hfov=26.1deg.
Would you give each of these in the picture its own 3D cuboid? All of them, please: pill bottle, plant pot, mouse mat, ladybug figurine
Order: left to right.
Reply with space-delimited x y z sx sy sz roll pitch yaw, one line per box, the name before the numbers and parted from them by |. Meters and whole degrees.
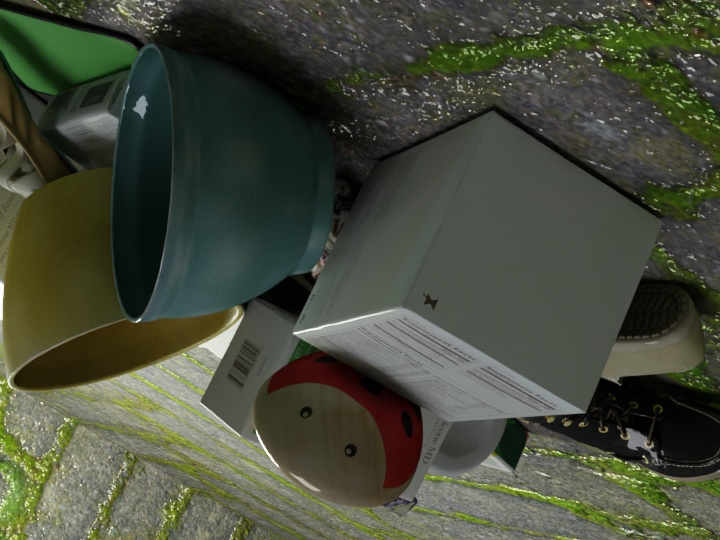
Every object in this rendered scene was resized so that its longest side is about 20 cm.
mouse mat | -0.233 -0.168 1.286 0.199 0.008 0.161 19 162 24
plant pot | -0.213 -0.001 1.290 0.199 0.142 0.200 -19 167 -5
plant pot | -0.098 -0.059 1.142 0.134 0.201 0.200 3 171 -20
ladybug figurine | -0.008 0.111 1.187 0.136 0.072 0.200 37 -163 4
pill bottle | 0.045 0.116 1.518 0.112 0.113 0.200 37 174 -33

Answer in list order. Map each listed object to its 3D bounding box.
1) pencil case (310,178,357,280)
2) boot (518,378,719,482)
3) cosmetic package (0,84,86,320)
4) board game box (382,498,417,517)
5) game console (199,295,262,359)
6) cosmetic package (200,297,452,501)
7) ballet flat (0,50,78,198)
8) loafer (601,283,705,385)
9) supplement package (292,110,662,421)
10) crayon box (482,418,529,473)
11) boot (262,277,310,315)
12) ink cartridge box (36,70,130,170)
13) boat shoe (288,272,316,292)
pencil case | 0.019 0.017 1.262 0.200 0.078 0.089 47 180 -7
boot | 0.218 0.123 1.355 0.150 0.073 0.200 24 175 -38
cosmetic package | -0.336 -0.059 1.486 0.200 0.167 0.167 38 160 -32
board game box | -0.026 0.151 1.548 0.200 0.032 0.120 51 179 32
game console | -0.103 0.026 1.435 0.200 0.116 0.176 22 136 47
cosmetic package | -0.023 0.112 1.335 0.200 0.108 0.085 25 -178 -35
ballet flat | -0.295 -0.106 1.307 0.069 0.063 0.200 21 149 41
loafer | 0.185 0.053 1.213 0.200 0.076 0.068 2 140 52
supplement package | 0.078 0.006 1.101 0.150 0.152 0.200 30 163 -17
crayon box | 0.084 0.148 1.696 0.127 0.051 0.200 12 159 38
boot | -0.056 0.013 1.491 0.200 0.070 0.132 26 170 42
ink cartridge box | -0.163 -0.088 1.329 0.200 0.057 0.162 32 162 -27
boat shoe | -0.003 0.004 1.333 0.202 0.075 0.075 33 150 3
